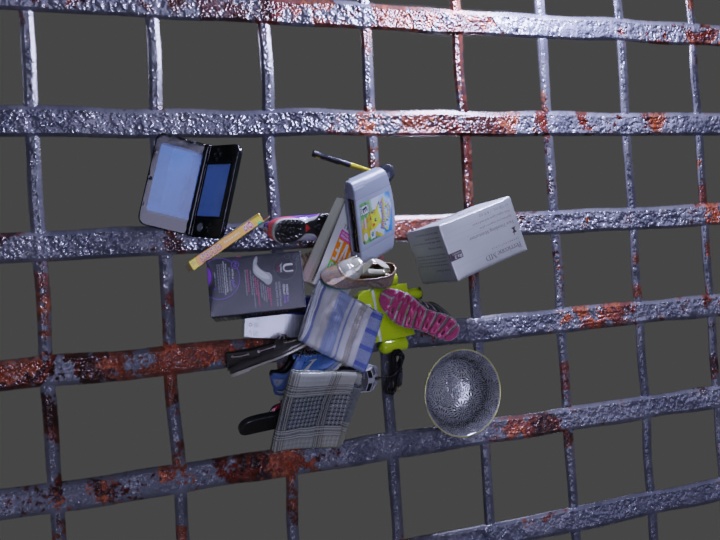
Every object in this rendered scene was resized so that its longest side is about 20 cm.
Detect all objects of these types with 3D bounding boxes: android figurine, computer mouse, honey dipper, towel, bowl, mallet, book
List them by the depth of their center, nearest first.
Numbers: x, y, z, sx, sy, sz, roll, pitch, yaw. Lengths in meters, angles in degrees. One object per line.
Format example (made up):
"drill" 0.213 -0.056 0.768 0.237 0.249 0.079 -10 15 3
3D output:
"towel" -0.090 0.307 1.587 0.197 0.034 0.196 6 105 -39
"towel" -0.040 0.122 1.596 0.199 0.024 0.149 31 69 -32
"honey dipper" -0.183 0.006 1.624 0.197 0.038 0.039 -24 96 -17
"book" -0.044 -0.043 1.648 0.133 0.048 0.203 32 77 -46
"computer mouse" 0.004 0.241 1.671 0.196 0.044 0.112 -4 114 -18
"mallet" -0.014 -0.243 1.674 0.197 0.066 0.042 17 79 -17
"android figurine" 0.058 0.100 1.702 0.196 0.041 0.186 -8 91 -21
"bowl" 0.223 0.284 1.723 0.197 0.094 0.205 1 88 -20

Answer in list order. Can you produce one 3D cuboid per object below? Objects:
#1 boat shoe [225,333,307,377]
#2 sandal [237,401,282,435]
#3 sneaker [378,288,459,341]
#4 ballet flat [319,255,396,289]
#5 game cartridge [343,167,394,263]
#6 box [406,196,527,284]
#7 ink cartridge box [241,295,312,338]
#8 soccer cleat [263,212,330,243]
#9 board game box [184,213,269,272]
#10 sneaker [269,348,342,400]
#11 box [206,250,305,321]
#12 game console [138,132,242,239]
"boat shoe" -0.201 0.170 1.573 0.197 0.067 0.058 -23 89 4
"sandal" -0.177 0.313 1.600 0.197 0.076 0.045 -6 46 -28
"sneaker" 0.133 0.099 1.678 0.197 0.087 0.075 23 96 1
"ballet flat" 0.000 0.000 1.596 0.198 0.068 0.069 -1 46 -42
"game cartridge" 0.025 -0.122 1.647 0.133 0.040 0.204 -33 124 -44
"box" 0.241 -0.066 1.686 0.196 0.200 0.133 -23 95 -18
"ink cartridge box" -0.165 0.103 1.625 0.196 0.039 0.102 5 86 -17
"soccer cleat" -0.124 -0.098 1.636 0.197 0.073 0.070 -7 107 -37
"board game box" -0.285 -0.063 1.559 0.198 0.095 0.030 -34 97 -17
"sneaker" -0.114 0.203 1.619 0.198 0.078 0.090 -31 100 -17
"box" -0.218 0.034 1.533 0.196 0.106 0.125 -5 82 -7
"game console" -0.357 -0.180 1.532 0.115 0.174 0.204 17 83 -46
